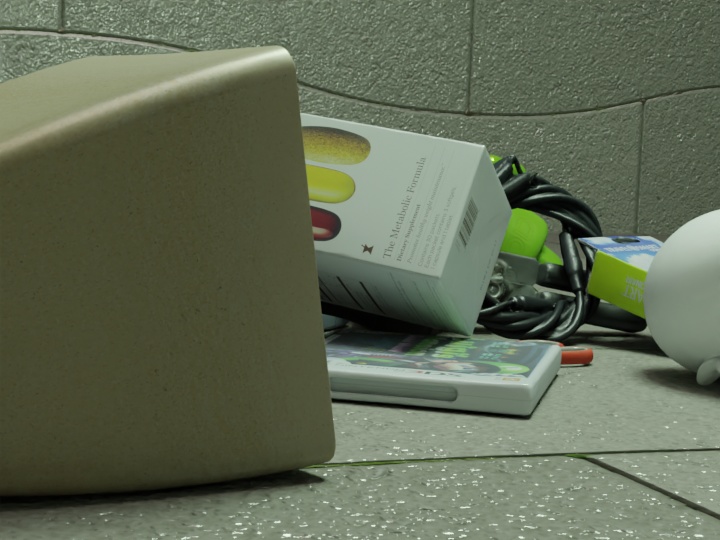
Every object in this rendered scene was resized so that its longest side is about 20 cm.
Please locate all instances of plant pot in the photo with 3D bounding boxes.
[{"bbox_3d":[-0.149,0.005,0.654,0.175,0.203,0.199,-15,15,-38],"label":"plant pot"}]

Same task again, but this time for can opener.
[{"bbox_3d":[0.176,0.021,1.284,0.197,0.054,0.067,12,-12,-16],"label":"can opener"}]

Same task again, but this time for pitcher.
[{"bbox_3d":[0.274,0.029,0.971,0.120,0.173,0.200,26,-19,-4],"label":"pitcher"}]

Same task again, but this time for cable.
[{"bbox_3d":[0.142,-0.006,1.213,0.200,0.163,0.051,-45,3,-41],"label":"cable"}]

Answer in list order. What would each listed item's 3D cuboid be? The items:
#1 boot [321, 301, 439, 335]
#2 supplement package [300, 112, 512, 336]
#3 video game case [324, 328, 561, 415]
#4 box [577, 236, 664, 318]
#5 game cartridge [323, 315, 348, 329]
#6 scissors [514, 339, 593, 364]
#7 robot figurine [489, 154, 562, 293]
[{"bbox_3d":[0.000,0.000,1.213,0.186,0.069,0.200,21,8,7],"label":"boot"},{"bbox_3d":[0.000,-0.039,1.038,0.197,0.115,0.110,12,-21,23],"label":"supplement package"},{"bbox_3d":[0.043,0.067,0.948,0.179,0.024,0.200,4,5,14],"label":"video game case"},{"bbox_3d":[0.296,0.024,1.188,0.121,0.048,0.199,-2,21,-43],"label":"box"},{"bbox_3d":[-0.103,0.033,1.215,0.132,0.042,0.199,2,3,38],"label":"game cartridge"},{"bbox_3d":[0.089,0.063,1.071,0.197,0.014,0.073,3,6,-20],"label":"scissors"},{"bbox_3d":[0.112,-0.032,1.380,0.198,0.177,0.116,31,16,-1],"label":"robot figurine"}]
